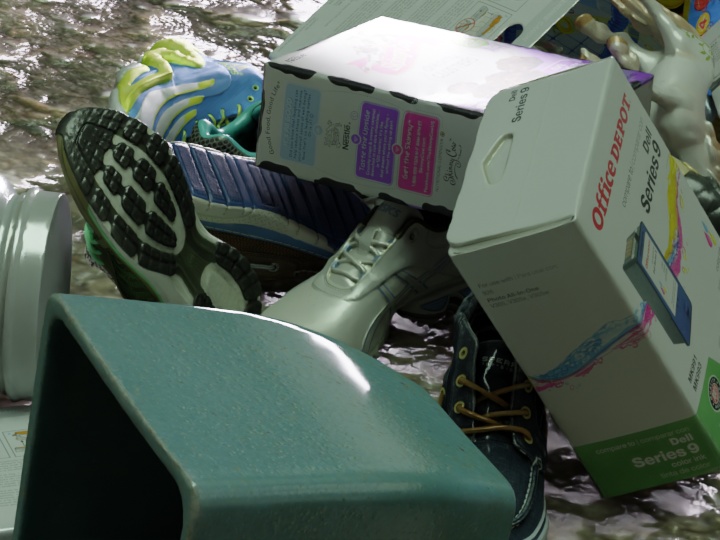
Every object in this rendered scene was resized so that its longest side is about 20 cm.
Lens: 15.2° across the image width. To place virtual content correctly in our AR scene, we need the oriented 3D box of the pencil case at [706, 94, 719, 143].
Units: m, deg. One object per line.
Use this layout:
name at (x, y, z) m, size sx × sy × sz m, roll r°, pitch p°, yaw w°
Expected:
pencil case at (0.156, -0.071, 1.838) m, size 0.199 × 0.083 × 0.091 m, roll -10°, pitch 56°, yaw -26°

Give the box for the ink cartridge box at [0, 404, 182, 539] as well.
ink cartridge box at (-0.133, 0.117, 1.479) m, size 0.199 × 0.044 × 0.174 m, roll -6°, pitch 18°, yaw -18°

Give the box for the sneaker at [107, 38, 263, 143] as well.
sneaker at (-0.115, -0.112, 1.882) m, size 0.105 × 0.076 × 0.200 m, roll 8°, pitch 27°, yaw 5°

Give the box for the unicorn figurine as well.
unicorn figurine at (0.197, -0.111, 1.777) m, size 0.137 × 0.074 × 0.200 m, roll 41°, pitch 50°, yaw -19°

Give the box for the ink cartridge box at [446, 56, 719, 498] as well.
ink cartridge box at (0.139, 0.004, 1.518) m, size 0.087 × 0.200 × 0.146 m, roll -17°, pitch 34°, yaw 29°

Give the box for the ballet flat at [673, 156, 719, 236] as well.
ballet flat at (0.266, -0.020, 1.696) m, size 0.200 × 0.057 × 0.066 m, roll 33°, pitch 14°, yaw 3°

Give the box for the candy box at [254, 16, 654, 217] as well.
candy box at (0.060, -0.094, 1.687) m, size 0.199 × 0.072 × 0.168 m, roll 14°, pitch 22°, yaw 23°

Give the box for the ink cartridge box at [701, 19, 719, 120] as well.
ink cartridge box at (0.317, -0.099, 1.843) m, size 0.147 × 0.083 × 0.200 m, roll 40°, pitch 20°, yaw -20°

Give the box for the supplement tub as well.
supplement tub at (-0.274, 0.006, 1.556) m, size 0.199 × 0.145 × 0.145 m, roll 5°, pitch 28°, yaw 2°

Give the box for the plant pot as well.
plant pot at (-0.042, 0.135, 1.312) m, size 0.199 × 0.197 × 0.196 m, roll -2°, pitch 27°, yaw -28°

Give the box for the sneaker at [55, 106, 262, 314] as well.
sneaker at (-0.141, -0.017, 1.612) m, size 0.088 × 0.200 × 0.077 m, roll -1°, pitch 48°, yaw 34°

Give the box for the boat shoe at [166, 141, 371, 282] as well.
boat shoe at (-0.070, -0.028, 1.717) m, size 0.199 × 0.072 × 0.072 m, roll 18°, pitch 40°, yaw -37°

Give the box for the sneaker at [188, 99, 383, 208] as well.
sneaker at (-0.041, -0.078, 1.811) m, size 0.200 × 0.092 × 0.077 m, roll -21°, pitch 37°, yaw -39°

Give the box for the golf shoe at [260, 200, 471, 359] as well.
golf shoe at (0.000, 0.000, 1.664) m, size 0.078 × 0.098 × 0.200 m, roll 24°, pitch 34°, yaw 30°

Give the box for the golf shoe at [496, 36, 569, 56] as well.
golf shoe at (0.094, -0.132, 1.972) m, size 0.092 × 0.073 × 0.200 m, roll -34°, pitch 37°, yaw -20°

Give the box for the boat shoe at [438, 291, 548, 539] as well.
boat shoe at (0.072, 0.086, 1.516) m, size 0.071 × 0.091 × 0.200 m, roll 4°, pitch 28°, yaw -1°

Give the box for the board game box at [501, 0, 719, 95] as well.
board game box at (0.177, -0.218, 1.997) m, size 0.200 × 0.197 × 0.056 m, roll 24°, pitch 33°, yaw 33°

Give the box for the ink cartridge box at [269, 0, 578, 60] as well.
ink cartridge box at (0.053, -0.165, 1.946) m, size 0.162 × 0.050 × 0.200 m, roll -44°, pitch 44°, yaw -16°
